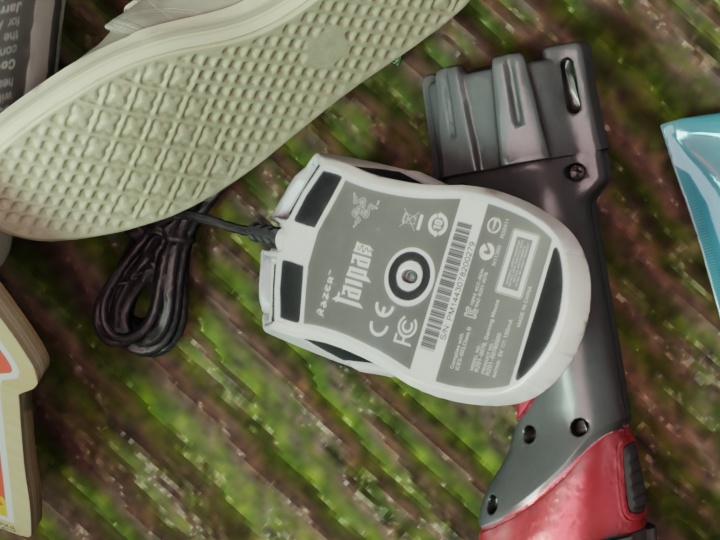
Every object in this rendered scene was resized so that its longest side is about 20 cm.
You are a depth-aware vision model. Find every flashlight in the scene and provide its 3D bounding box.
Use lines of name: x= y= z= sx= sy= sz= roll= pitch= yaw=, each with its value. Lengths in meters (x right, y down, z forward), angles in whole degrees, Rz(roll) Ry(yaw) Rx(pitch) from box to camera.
flashlight: x=0.060 y=0.026 z=0.983 sx=0.067 sy=0.068 sz=0.202 roll=-11 pitch=90 yaw=-22

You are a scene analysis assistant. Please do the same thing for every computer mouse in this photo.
computer mouse: x=0.000 y=0.000 z=0.960 sx=0.199 sy=0.044 sz=0.110 roll=19 pitch=90 yaw=34

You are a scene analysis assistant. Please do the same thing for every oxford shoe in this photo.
oxford shoe: x=-0.048 y=-0.077 z=0.943 sx=0.199 sy=0.075 sz=0.058 roll=-33 pitch=51 yaw=-11

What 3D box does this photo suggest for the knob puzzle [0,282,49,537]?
knob puzzle: x=-0.198 y=0.009 z=0.927 sx=0.219 sy=0.220 sz=0.031 roll=28 pitch=53 yaw=1

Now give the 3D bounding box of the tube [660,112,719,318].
tube: x=0.212 y=-0.043 z=0.978 sx=0.199 sy=0.050 sz=0.078 roll=-17 pitch=84 yaw=9

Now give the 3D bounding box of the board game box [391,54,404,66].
board game box: x=0.008 y=-0.185 z=0.989 sx=0.104 sy=0.023 sz=0.201 roll=25 pitch=94 yaw=-1

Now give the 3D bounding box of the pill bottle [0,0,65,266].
pill bottle: x=-0.154 y=-0.100 z=0.934 sx=0.112 sy=0.113 sz=0.201 roll=11 pitch=117 yaw=3
